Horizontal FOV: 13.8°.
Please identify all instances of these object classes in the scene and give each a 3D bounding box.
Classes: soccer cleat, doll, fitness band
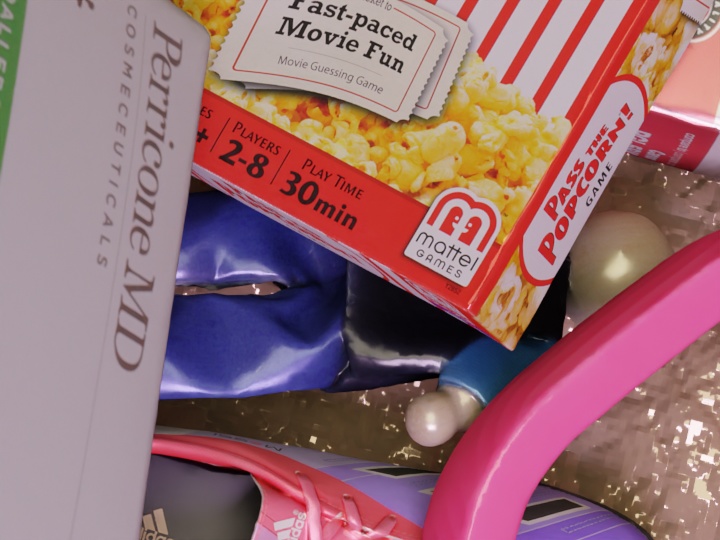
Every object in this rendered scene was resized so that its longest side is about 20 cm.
[{"bbox_3d":[-0.005,0.085,0.893,0.200,0.073,0.068,10,81,1],"label":"soccer cleat"},{"bbox_3d":[0.000,0.000,0.910,0.200,0.048,0.137,-2,52,-9],"label":"doll"},{"bbox_3d":[0.109,0.072,0.884,0.200,0.037,0.144,-37,107,-19],"label":"fitness band"}]

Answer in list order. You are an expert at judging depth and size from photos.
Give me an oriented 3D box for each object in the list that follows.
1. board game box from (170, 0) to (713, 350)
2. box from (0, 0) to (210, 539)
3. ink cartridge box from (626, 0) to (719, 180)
[{"bbox_3d":[0.028,-0.100,0.871,0.151,0.046,0.200,28,85,26],"label":"board game box"},{"bbox_3d":[-0.175,0.001,0.799,0.200,0.171,0.199,-10,61,32],"label":"box"},{"bbox_3d":[0.176,-0.088,0.920,0.200,0.083,0.147,16,81,2],"label":"ink cartridge box"}]
